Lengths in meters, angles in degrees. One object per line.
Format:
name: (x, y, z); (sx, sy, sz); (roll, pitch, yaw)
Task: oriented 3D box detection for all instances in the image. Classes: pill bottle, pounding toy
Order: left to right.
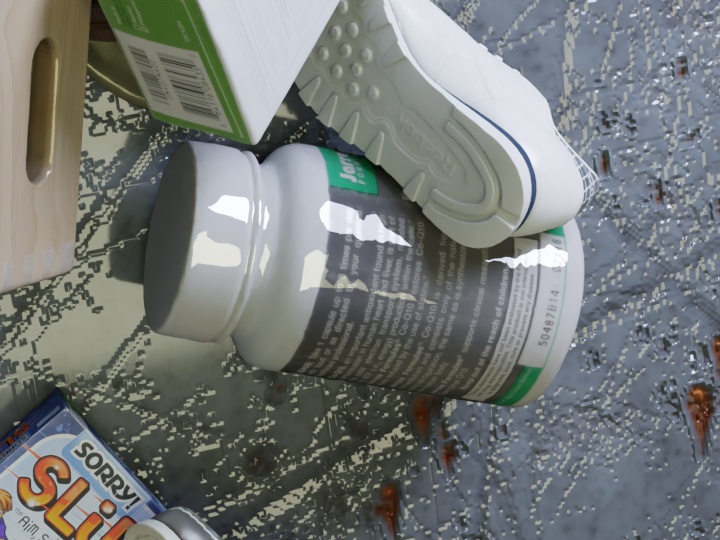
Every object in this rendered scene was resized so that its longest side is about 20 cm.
pounding toy: (-0.190, -0.102, 0.865); (0.183, 0.142, 0.201); (10, 103, 20)
pill bottle: (0.000, 0.000, 0.971); (0.199, 0.113, 0.114); (10, 100, -19)

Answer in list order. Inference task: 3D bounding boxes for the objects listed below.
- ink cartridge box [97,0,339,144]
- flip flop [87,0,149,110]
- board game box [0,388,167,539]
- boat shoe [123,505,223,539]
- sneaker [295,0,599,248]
ink cartridge box: (-0.039, -0.168, 0.883); (0.200, 0.059, 0.104); (-61, 154, -25)
flip flop: (-0.126, -0.143, 0.928); (0.200, 0.058, 0.081); (40, 88, -19)
board game box: (-0.141, 0.179, 1.011); (0.135, 0.034, 0.200); (-42, 111, -4)
boat shoe: (-0.046, 0.198, 0.992); (0.060, 0.072, 0.202); (-40, 101, -35)
sneaker: (0.032, -0.093, 0.953); (0.080, 0.200, 0.076); (-17, 152, -44)
